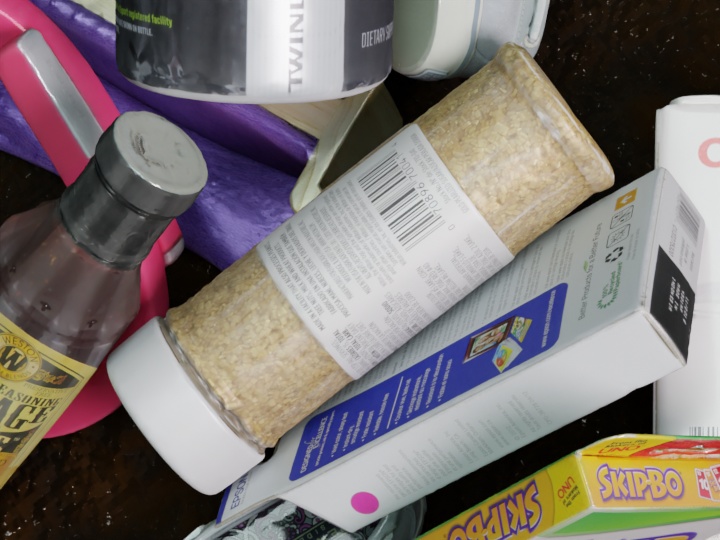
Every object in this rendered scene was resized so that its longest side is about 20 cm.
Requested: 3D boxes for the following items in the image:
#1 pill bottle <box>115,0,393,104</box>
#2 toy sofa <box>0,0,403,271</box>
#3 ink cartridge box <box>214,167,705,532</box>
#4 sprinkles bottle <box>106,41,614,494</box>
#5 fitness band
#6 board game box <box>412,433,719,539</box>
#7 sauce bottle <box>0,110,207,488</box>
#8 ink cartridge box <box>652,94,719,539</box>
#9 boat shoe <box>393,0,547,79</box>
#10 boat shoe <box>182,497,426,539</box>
[{"bbox_3d":[-0.038,-0.168,0.996,0.106,0.106,0.201,4,106,9],"label":"pill bottle"},{"bbox_3d":[-0.090,-0.072,1.117,0.199,0.083,0.098,29,84,12],"label":"toy sofa"},{"bbox_3d":[0.037,0.039,1.028,0.199,0.095,0.037,-27,115,27],"label":"ink cartridge box"},{"bbox_3d":[0.000,0.000,1.029,0.200,0.068,0.068,-38,77,5],"label":"sprinkles bottle"},{"bbox_3d":[-0.155,-0.027,1.083,0.143,0.037,0.201,-20,107,28],"label":"fitness band"},{"bbox_3d":[0.062,0.105,1.002,0.200,0.095,0.030,-37,61,42],"label":"board game box"},{"bbox_3d":[-0.127,0.020,1.028,0.066,0.066,0.200,47,125,13],"label":"sauce bottle"},{"bbox_3d":[0.187,0.038,1.057,0.146,0.083,0.201,0,80,8],"label":"ink cartridge box"},{"bbox_3d":[0.051,-0.174,1.047,0.071,0.070,0.202,-2,106,-34],"label":"boat shoe"},{"bbox_3d":[-0.064,0.134,1.081,0.200,0.072,0.070,-36,77,0],"label":"boat shoe"}]
